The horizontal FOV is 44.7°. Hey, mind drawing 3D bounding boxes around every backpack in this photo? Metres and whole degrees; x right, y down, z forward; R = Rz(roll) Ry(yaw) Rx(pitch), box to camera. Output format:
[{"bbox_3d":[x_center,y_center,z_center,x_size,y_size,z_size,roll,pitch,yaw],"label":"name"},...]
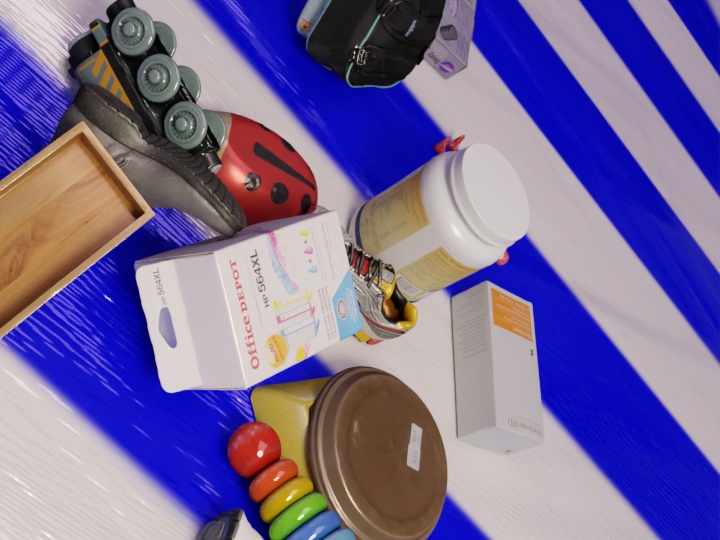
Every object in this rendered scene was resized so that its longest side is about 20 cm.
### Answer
[{"bbox_3d":[0.022,-0.341,1.176,0.153,0.178,0.199,40,23,23],"label":"backpack"}]

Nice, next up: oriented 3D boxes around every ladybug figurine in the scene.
[{"bbox_3d":[-0.119,-0.110,0.983,0.198,0.071,0.138,28,51,-33],"label":"ladybug figurine"}]

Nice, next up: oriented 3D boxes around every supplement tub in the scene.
[{"bbox_3d":[0.095,-0.056,1.077,0.143,0.198,0.147,23,54,-35],"label":"supplement tub"}]

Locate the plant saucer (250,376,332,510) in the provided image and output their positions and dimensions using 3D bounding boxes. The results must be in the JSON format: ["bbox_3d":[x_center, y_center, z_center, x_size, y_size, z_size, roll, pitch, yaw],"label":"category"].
[{"bbox_3d":[-0.009,0.209,0.946,0.197,0.048,0.204,-1,71,-46],"label":"plant saucer"}]

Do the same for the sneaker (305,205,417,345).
[{"bbox_3d":[0.000,0.000,1.013,0.201,0.081,0.079,51,45,-30],"label":"sneaker"}]

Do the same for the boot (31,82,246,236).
[{"bbox_3d":[-0.215,-0.065,0.822,0.199,0.132,0.070,38,9,-9],"label":"boot"}]

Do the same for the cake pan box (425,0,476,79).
[{"bbox_3d":[0.107,-0.437,1.408,0.183,0.052,0.203,36,47,-29],"label":"cake pan box"}]

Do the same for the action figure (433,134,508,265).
[{"bbox_3d":[0.188,-0.111,1.286,0.065,0.098,0.204,-17,84,-47],"label":"action figure"}]

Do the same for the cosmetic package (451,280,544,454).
[{"bbox_3d":[0.181,0.129,1.165,0.100,0.071,0.204,23,55,-36],"label":"cosmetic package"}]

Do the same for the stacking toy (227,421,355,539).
[{"bbox_3d":[-0.064,0.235,0.839,0.085,0.086,0.201,-16,62,-48],"label":"stacking toy"}]

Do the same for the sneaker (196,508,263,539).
[{"bbox_3d":[-0.121,0.312,0.760,0.087,0.074,0.202,45,44,-25],"label":"sneaker"}]

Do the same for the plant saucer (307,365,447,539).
[{"bbox_3d":[0.027,0.197,0.932,0.198,0.029,0.204,25,52,-36],"label":"plant saucer"}]

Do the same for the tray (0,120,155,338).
[{"bbox_3d":[-0.282,-0.023,0.734,0.199,0.037,0.099,-42,102,-19],"label":"tray"}]

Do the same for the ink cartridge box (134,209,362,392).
[{"bbox_3d":[-0.114,0.031,0.852,0.198,0.123,0.132,-24,103,-49],"label":"ink cartridge box"}]

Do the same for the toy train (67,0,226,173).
[{"bbox_3d":[-0.218,-0.170,0.884,0.203,0.113,0.085,60,9,2],"label":"toy train"}]
